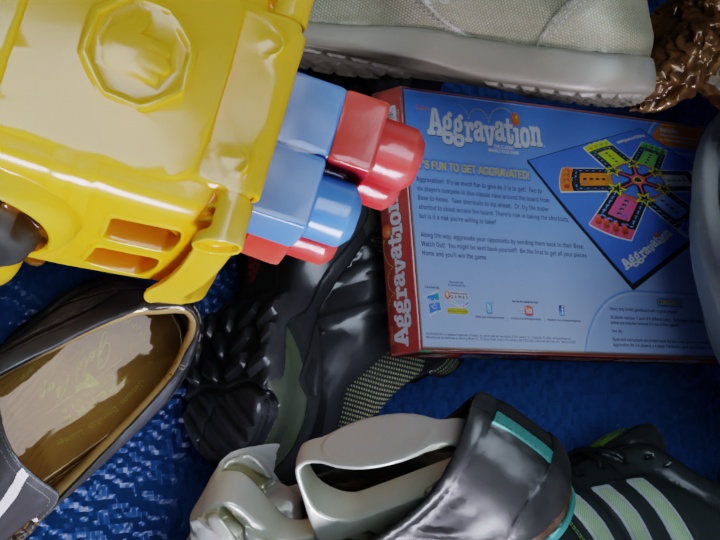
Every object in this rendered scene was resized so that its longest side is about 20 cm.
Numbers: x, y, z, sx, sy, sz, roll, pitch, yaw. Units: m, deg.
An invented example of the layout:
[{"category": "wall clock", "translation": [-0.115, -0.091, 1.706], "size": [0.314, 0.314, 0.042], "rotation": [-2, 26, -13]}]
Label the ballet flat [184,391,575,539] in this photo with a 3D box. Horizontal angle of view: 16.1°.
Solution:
[{"category": "ballet flat", "translation": [-0.015, 0.090, 0.941], "size": [0.068, 0.199, 0.068], "rotation": [49, 30, -28]}]

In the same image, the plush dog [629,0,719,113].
[{"category": "plush dog", "translation": [0.197, -0.071, 1.010], "size": [0.199, 0.171, 0.161], "rotation": [-2, 125, -58]}]

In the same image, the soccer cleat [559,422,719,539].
[{"category": "soccer cleat", "translation": [0.090, 0.104, 1.049], "size": [0.199, 0.067, 0.082], "rotation": [6, 69, -28]}]

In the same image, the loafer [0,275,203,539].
[{"category": "loafer", "translation": [-0.140, 0.069, 0.949], "size": [0.200, 0.072, 0.073], "rotation": [-45, 101, -21]}]

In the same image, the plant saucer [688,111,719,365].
[{"category": "plant saucer", "translation": [0.197, 0.024, 1.084], "size": [0.199, 0.050, 0.201], "rotation": [29, 43, -32]}]

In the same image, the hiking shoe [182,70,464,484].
[{"category": "hiking shoe", "translation": [0.000, 0.000, 1.029], "size": [0.100, 0.075, 0.201], "rotation": [33, 69, -34]}]

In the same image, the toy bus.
[{"category": "toy bus", "translation": [-0.081, -0.047, 0.913], "size": [0.191, 0.200, 0.137], "rotation": [18, 73, -12]}]

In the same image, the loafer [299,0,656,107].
[{"category": "loafer", "translation": [0.018, -0.107, 0.961], "size": [0.198, 0.076, 0.069], "rotation": [11, 89, 13]}]

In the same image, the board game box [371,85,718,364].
[{"category": "board game box", "translation": [0.082, -0.015, 1.044], "size": [0.199, 0.019, 0.104], "rotation": [4, 80, -45]}]
